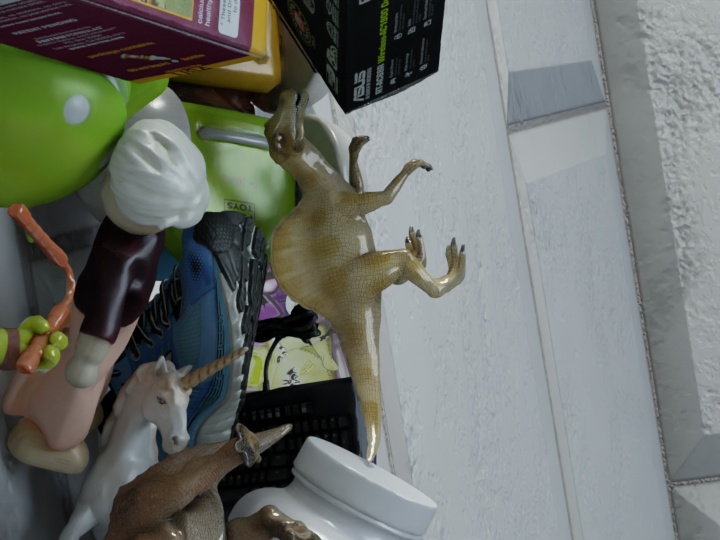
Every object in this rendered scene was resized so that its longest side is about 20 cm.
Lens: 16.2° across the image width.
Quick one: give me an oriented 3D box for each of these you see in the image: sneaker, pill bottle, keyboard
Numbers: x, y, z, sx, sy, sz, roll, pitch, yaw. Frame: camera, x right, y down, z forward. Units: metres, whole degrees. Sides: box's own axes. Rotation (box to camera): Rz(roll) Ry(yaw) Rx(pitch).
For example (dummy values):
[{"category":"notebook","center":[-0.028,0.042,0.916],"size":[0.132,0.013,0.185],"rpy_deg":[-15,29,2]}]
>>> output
[{"category":"sneaker","center":[-0.103,0.043,1.351],"size":[0.200,0.089,0.079],"rpy_deg":[107,-7,-48]},{"category":"pill bottle","center":[-0.039,0.192,1.304],"size":[0.201,0.112,0.112],"rpy_deg":[-62,163,2]},{"category":"keyboard","center":[-0.058,0.080,1.431],"size":[0.021,0.200,0.128],"rpy_deg":[6,79,-36]}]

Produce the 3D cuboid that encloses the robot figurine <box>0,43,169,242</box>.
[{"category":"robot figurine","center":[-0.168,-0.119,1.231],"size":[0.176,0.115,0.201],"rpy_deg":[55,31,-57]}]

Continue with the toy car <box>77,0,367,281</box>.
[{"category":"toy car","center":[-0.101,-0.083,1.417],"size":[0.174,0.150,0.201],"rpy_deg":[7,68,-40]}]

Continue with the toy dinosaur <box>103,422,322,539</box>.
[{"category":"toy dinosaur","center":[-0.100,0.147,1.231],"size":[0.086,0.135,0.201],"rpy_deg":[44,47,-35]}]

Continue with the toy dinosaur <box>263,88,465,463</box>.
[{"category":"toy dinosaur","center":[0.000,0.000,1.359],"size":[0.058,0.101,0.201],"rpy_deg":[-24,-99,62]}]

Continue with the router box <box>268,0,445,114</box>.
[{"category":"router box","center":[-0.017,-0.196,1.295],"size":[0.150,0.062,0.200],"rpy_deg":[58,-16,24]}]

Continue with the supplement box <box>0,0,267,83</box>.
[{"category":"supplement box","center":[-0.135,-0.159,1.107],"size":[0.200,0.085,0.111],"rpy_deg":[14,74,-49]}]

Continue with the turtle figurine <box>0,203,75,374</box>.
[{"category":"turtle figurine","center":[-0.212,0.042,1.066],"size":[0.199,0.064,0.162],"rpy_deg":[15,72,-43]}]

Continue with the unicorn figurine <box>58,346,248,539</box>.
[{"category":"unicorn figurine","center":[-0.118,0.131,1.333],"size":[0.200,0.073,0.138],"rpy_deg":[111,-9,-65]}]

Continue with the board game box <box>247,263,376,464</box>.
[{"category":"board game box","center":[-0.050,0.080,1.549],"size":[0.032,0.119,0.201],"rpy_deg":[52,32,-56]}]

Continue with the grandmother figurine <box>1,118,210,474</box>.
[{"category":"grandmother figurine","center":[-0.125,0.011,1.251],"size":[0.122,0.060,0.201],"rpy_deg":[-90,-160,-52]}]
